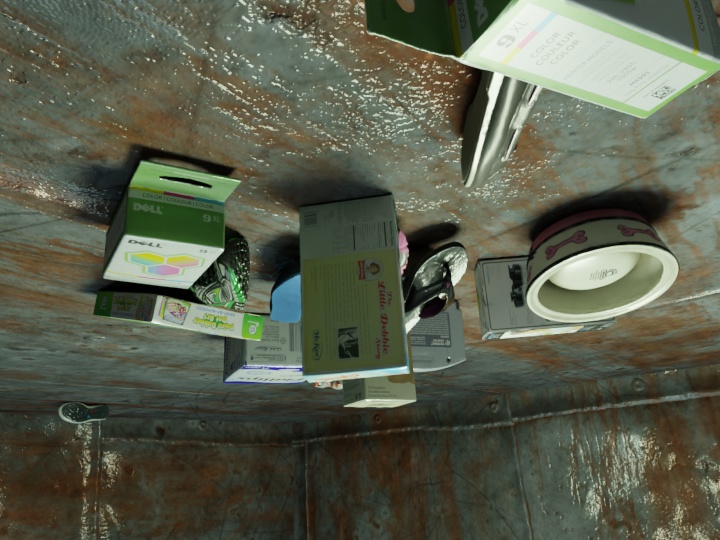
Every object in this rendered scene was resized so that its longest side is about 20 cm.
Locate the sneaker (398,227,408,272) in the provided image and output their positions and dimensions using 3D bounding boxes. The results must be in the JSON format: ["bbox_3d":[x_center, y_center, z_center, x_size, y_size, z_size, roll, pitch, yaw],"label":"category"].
[{"bbox_3d":[0.000,0.000,0.795,0.079,0.087,0.202,-17,146,-30],"label":"sneaker"}]

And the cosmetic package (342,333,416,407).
[{"bbox_3d":[0.025,0.116,0.935,0.104,0.204,0.071,7,158,-31],"label":"cosmetic package"}]

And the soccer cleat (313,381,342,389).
[{"bbox_3d":[-0.074,0.318,1.706,0.076,0.071,0.199,1,168,-29],"label":"soccer cleat"}]

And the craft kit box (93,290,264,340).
[{"bbox_3d":[-0.290,0.072,0.918,0.198,0.049,0.196,0,165,43],"label":"craft kit box"}]

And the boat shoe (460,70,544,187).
[{"bbox_3d":[0.120,-0.128,0.466,0.056,0.068,0.201,0,157,2],"label":"boat shoe"}]

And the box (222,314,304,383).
[{"bbox_3d":[-0.178,0.169,1.193,0.181,0.107,0.200,6,159,-24],"label":"box"}]

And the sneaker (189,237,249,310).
[{"bbox_3d":[-0.196,0.013,0.787,0.083,0.080,0.200,3,160,-16],"label":"sneaker"}]

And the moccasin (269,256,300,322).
[{"bbox_3d":[-0.102,0.017,0.840,0.079,0.069,0.200,12,155,-20],"label":"moccasin"}]

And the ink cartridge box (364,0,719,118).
[{"bbox_3d":[0.100,-0.161,0.309,0.196,0.106,0.059,6,159,-25],"label":"ink cartridge box"}]

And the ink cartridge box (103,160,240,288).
[{"bbox_3d":[-0.213,-0.041,0.632,0.102,0.060,0.199,8,158,-31],"label":"ink cartridge box"}]

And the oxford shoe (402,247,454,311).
[{"bbox_3d":[0.118,0.019,0.877,0.083,0.074,0.200,-16,159,21],"label":"oxford shoe"}]

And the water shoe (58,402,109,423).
[{"bbox_3d":[-1.020,0.523,2.088,0.078,0.073,0.199,-12,159,28],"label":"water shoe"}]

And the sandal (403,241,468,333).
[{"bbox_3d":[0.089,0.045,0.801,0.074,0.048,0.201,13,126,-35],"label":"sandal"}]

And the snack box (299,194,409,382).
[{"bbox_3d":[-0.009,0.018,0.649,0.114,0.204,0.037,-6,159,8],"label":"snack box"}]

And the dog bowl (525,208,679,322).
[{"bbox_3d":[0.321,-0.007,0.788,0.196,0.075,0.201,-2,147,-1],"label":"dog bowl"}]

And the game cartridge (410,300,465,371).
[{"bbox_3d":[0.103,0.118,1.060,0.196,0.136,0.041,5,159,-23],"label":"game cartridge"}]

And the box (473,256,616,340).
[{"bbox_3d":[0.285,0.040,0.902,0.196,0.119,0.060,-6,163,1],"label":"box"}]
